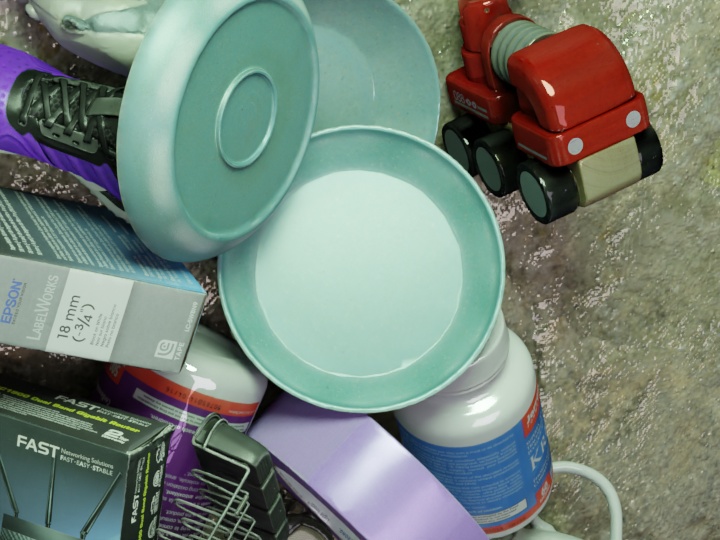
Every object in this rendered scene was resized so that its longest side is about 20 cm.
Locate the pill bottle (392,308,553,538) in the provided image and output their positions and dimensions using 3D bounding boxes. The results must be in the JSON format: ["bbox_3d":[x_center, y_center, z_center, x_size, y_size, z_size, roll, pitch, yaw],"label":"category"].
[{"bbox_3d":[0.082,0.106,1.214,0.112,0.112,0.200,-31,139,-12],"label":"pill bottle"}]

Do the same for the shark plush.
[{"bbox_3d":[-0.166,-0.176,1.042,0.199,0.091,0.084,21,76,0],"label":"shark plush"}]

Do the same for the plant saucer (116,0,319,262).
[{"bbox_3d":[-0.080,-0.098,1.013,0.200,0.027,0.201,-40,139,-45],"label":"plant saucer"}]

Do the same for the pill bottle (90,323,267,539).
[{"bbox_3d":[-0.151,0.138,1.142,0.112,0.112,0.200,19,100,-31],"label":"pill bottle"}]

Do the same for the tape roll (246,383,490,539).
[{"bbox_3d":[0.007,0.166,1.172,0.066,0.200,0.200,-46,122,-10],"label":"tape roll"}]

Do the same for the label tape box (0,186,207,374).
[{"bbox_3d":[-0.218,-0.004,1.035,0.200,0.144,0.063,12,106,-29],"label":"label tape box"}]

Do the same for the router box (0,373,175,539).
[{"bbox_3d":[-0.231,0.153,1.070,0.062,0.199,0.150,-33,135,-66],"label":"router box"}]

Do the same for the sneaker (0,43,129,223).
[{"bbox_3d":[-0.178,-0.098,1.025,0.200,0.099,0.070,27,69,-24],"label":"sneaker"}]

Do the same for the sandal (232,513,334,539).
[{"bbox_3d":[-0.099,0.258,1.252,0.080,0.057,0.201,37,109,-14],"label":"sandal"}]

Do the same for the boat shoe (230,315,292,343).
[{"bbox_3d":[-0.008,0.010,1.187,0.200,0.075,0.062,-17,115,-27],"label":"boat shoe"}]

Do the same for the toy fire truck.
[{"bbox_3d":[0.129,-0.162,1.125,0.128,0.176,0.200,-25,118,-15],"label":"toy fire truck"}]

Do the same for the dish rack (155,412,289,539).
[{"bbox_3d":[-0.112,0.213,1.059,0.200,0.054,0.154,-60,158,-29],"label":"dish rack"}]

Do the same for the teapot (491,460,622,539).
[{"bbox_3d":[0.122,0.277,1.314,0.146,0.200,0.197,45,125,4],"label":"teapot"}]

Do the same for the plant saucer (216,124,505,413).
[{"bbox_3d":[0.000,0.000,1.117,0.199,0.036,0.201,1,81,-5],"label":"plant saucer"}]

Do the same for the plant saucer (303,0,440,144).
[{"bbox_3d":[-0.040,-0.111,1.142,0.200,0.039,0.202,-10,114,-23],"label":"plant saucer"}]
